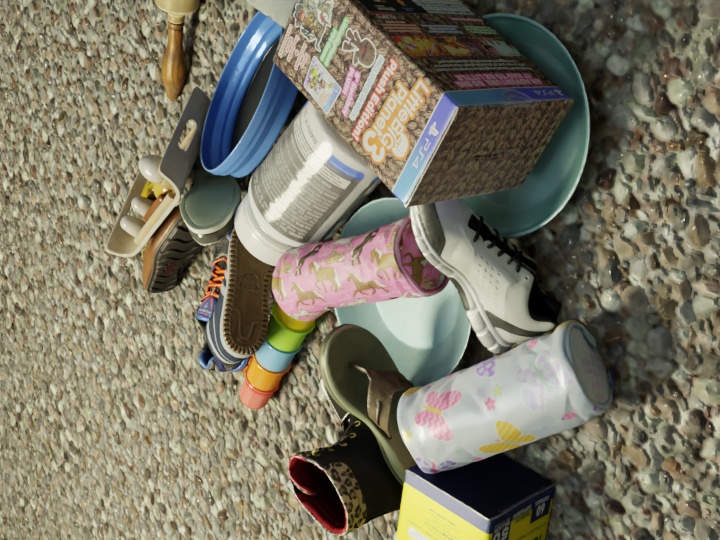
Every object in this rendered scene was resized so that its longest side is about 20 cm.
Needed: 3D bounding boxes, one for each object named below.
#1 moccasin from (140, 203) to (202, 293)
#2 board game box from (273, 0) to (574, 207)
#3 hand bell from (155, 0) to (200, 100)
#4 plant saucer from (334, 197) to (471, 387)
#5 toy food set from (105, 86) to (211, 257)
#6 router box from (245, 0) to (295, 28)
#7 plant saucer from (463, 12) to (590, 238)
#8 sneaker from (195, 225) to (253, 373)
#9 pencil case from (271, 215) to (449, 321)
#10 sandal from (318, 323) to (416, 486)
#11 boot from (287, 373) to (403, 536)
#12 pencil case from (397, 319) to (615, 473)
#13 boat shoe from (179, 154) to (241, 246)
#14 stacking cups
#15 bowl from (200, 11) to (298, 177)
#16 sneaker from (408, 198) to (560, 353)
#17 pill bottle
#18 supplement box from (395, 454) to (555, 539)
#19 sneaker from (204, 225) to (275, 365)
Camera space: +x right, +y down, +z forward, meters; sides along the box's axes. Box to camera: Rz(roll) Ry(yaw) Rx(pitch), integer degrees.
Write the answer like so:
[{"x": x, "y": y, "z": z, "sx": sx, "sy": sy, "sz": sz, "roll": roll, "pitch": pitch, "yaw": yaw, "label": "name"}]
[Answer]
[{"x": -0.255, "y": -0.041, "z": 1.240, "sx": 0.202, "sy": 0.073, "sz": 0.079, "roll": 128, "pitch": 128, "yaw": -61, "label": "moccasin"}, {"x": 0.051, "y": -0.164, "z": 0.790, "sx": 0.200, "sy": 0.158, "sz": 0.097, "roll": 50, "pitch": 130, "yaw": 27, "label": "board game box"}, {"x": -0.236, "y": -0.310, "z": 1.176, "sx": 0.104, "sy": 0.103, "sz": 0.202, "roll": 44, "pitch": 139, "yaw": 30, "label": "hand bell"}, {"x": 0.050, "y": 0.023, "z": 0.969, "sx": 0.199, "sy": 0.038, "sz": 0.204, "roll": 13, "pitch": 108, "yaw": 44, "label": "plant saucer"}, {"x": -0.258, "y": -0.121, "z": 1.154, "sx": 0.200, "sy": 0.060, "sz": 0.145, "roll": -38, "pitch": 31, "yaw": 47, "label": "toy food set"}, {"x": -0.055, "y": -0.323, "z": 0.916, "sx": 0.199, "sy": 0.062, "sz": 0.150, "roll": 34, "pitch": 129, "yaw": -5, "label": "router box"}, {"x": 0.134, "y": -0.132, "z": 0.852, "sx": 0.198, "sy": 0.036, "sz": 0.203, "roll": 11, "pitch": 106, "yaw": 43, "label": "plant saucer"}, {"x": -0.169, "y": 0.040, "z": 1.169, "sx": 0.075, "sy": 0.078, "sz": 0.203, "roll": 10, "pitch": 106, "yaw": 43, "label": "sneaker"}, {"x": 0.000, "y": 0.000, "z": 0.922, "sx": 0.199, "sy": 0.087, "sz": 0.083, "roll": -14, "pitch": 120, "yaw": 46, "label": "pencil case"}, {"x": 0.034, "y": 0.135, "z": 0.930, "sx": 0.202, "sy": 0.080, "sz": 0.057, "roll": 54, "pitch": 147, "yaw": -11, "label": "sandal"}, {"x": -0.015, "y": 0.186, "z": 0.989, "sx": 0.201, "sy": 0.149, "sz": 0.074, "roll": 52, "pitch": 130, "yaw": 25, "label": "boot"}, {"x": 0.129, "y": 0.117, "z": 0.845, "sx": 0.199, "sy": 0.083, "sz": 0.092, "roll": -29, "pitch": 48, "yaw": 29, "label": "pencil case"}, {"x": -0.176, "y": -0.078, "z": 1.111, "sx": 0.202, "sy": 0.071, "sz": 0.061, "roll": -101, "pitch": 6, "yaw": -59, "label": "boat shoe"}, {"x": -0.101, "y": 0.091, "z": 1.132, "sx": 0.061, "sy": 0.060, "sz": 0.201, "roll": 52, "pitch": 134, "yaw": 24, "label": "stacking cups"}, {"x": -0.119, "y": -0.198, "z": 1.032, "sx": 0.200, "sy": 0.039, "sz": 0.203, "roll": -43, "pitch": 36, "yaw": 42, "label": "bowl"}, {"x": 0.115, "y": -0.014, "z": 0.837, "sx": 0.079, "sy": 0.074, "sz": 0.201, "roll": -17, "pitch": 122, "yaw": 36, "label": "sneaker"}, {"x": -0.052, "y": -0.097, "z": 0.994, "sx": 0.200, "sy": 0.113, "sz": 0.115, "roll": -45, "pitch": 67, "yaw": 41, "label": "pill bottle"}, {"x": 0.106, "y": 0.293, "z": 0.918, "sx": 0.109, "sy": 0.108, "sz": 0.203, "roll": 23, "pitch": 115, "yaw": 41, "label": "supplement box"}, {"x": -0.139, "y": 0.017, "z": 1.112, "sx": 0.109, "sy": 0.069, "sz": 0.203, "roll": 134, "pitch": 149, "yaw": -63, "label": "sneaker"}]
